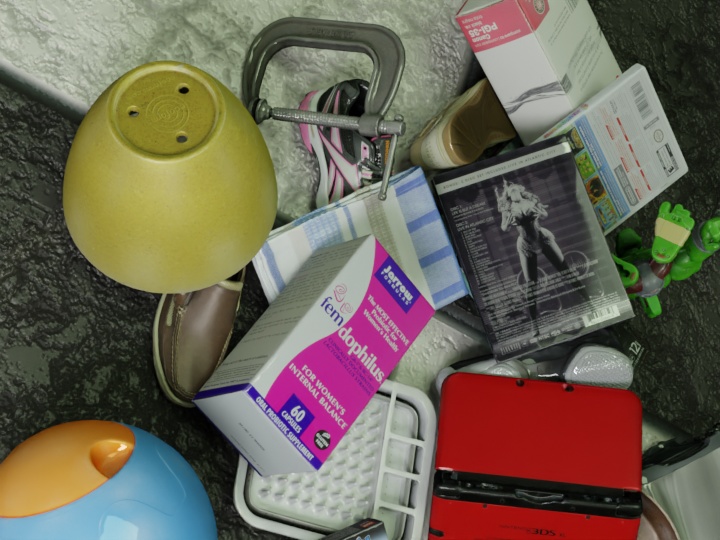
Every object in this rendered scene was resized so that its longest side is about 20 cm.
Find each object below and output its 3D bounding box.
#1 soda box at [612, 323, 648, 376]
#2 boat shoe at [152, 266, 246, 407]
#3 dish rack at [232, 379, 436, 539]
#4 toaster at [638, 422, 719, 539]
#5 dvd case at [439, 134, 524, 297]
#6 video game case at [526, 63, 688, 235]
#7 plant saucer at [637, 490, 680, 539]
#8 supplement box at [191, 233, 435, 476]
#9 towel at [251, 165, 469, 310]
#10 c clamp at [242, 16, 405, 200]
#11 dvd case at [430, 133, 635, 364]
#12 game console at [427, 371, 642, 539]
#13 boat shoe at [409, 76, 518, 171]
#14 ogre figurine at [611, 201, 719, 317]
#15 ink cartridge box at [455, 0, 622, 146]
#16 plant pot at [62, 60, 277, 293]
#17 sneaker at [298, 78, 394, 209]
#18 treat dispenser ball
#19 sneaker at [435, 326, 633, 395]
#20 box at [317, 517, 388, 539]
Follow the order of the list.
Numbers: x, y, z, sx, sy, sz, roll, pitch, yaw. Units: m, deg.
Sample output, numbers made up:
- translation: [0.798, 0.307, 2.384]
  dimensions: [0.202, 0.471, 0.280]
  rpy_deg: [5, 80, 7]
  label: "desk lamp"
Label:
- translation: [0.224, 0.141, 1.490]
  dimensions: [0.071, 0.063, 0.201]
  rpy_deg: [42, 58, -12]
  label: "soda box"
- translation: [-0.143, 0.022, 1.303]
  dimensions: [0.074, 0.075, 0.205]
  rpy_deg: [15, 67, -26]
  label: "boat shoe"
- translation: [-0.028, 0.177, 1.340]
  dimensions: [0.198, 0.043, 0.174]
  rpy_deg: [20, 67, -24]
  label: "dish rack"
- translation: [0.334, 0.252, 1.493]
  dimensions: [0.198, 0.113, 0.131]
  rpy_deg: [-18, 88, -36]
  label: "toaster"
- translation: [0.169, -0.048, 1.544]
  dimensions: [0.146, 0.022, 0.200]
  rpy_deg: [50, 56, -8]
  label: "dvd case"
- translation: [0.246, -0.104, 1.502]
  dimensions: [0.199, 0.018, 0.144]
  rpy_deg: [-37, 122, -8]
  label: "video game case"
- translation: [0.222, 0.299, 1.404]
  dimensions: [0.197, 0.034, 0.203]
  rpy_deg: [0, 91, 4]
  label: "plant saucer"
- translation: [-0.040, 0.075, 1.272]
  dimensions: [0.101, 0.103, 0.201]
  rpy_deg: [48, 58, -17]
  label: "supplement box"
- translation: [0.000, 0.000, 1.375]
  dimensions: [0.198, 0.024, 0.148]
  rpy_deg: [-25, 104, -16]
  label: "towel"
- translation: [-0.038, -0.172, 1.392]
  dimensions: [0.027, 0.198, 0.173]
  rpy_deg: [41, 67, -63]
  label: "c clamp"
- translation: [0.172, -0.023, 1.421]
  dimensions: [0.147, 0.016, 0.202]
  rpy_deg: [-18, 78, -6]
  label: "dvd case"
- translation: [0.168, 0.211, 1.380]
  dimensions: [0.197, 0.174, 0.119]
  rpy_deg: [6, 29, 3]
  label: "game console"
- translation: [0.115, -0.156, 1.518]
  dimensions: [0.200, 0.064, 0.073]
  rpy_deg: [-42, 111, -53]
  label: "boat shoe"
- translation: [0.298, -0.002, 1.516]
  dimensions: [0.199, 0.120, 0.098]
  rpy_deg: [-39, 71, -3]
  label: "ogre figurine"
- translation: [0.202, -0.236, 1.540]
  dimensions: [0.201, 0.082, 0.147]
  rpy_deg: [59, 40, -23]
  label: "ink cartridge box"
- translation: [-0.170, -0.102, 1.245]
  dimensions: [0.197, 0.142, 0.202]
  rpy_deg: [2, 63, -4]
  label: "plant pot"
- translation: [0.001, -0.098, 1.412]
  dimensions: [0.080, 0.086, 0.202]
  rpy_deg: [-15, 82, -46]
  label: "sneaker"
- translation: [-0.213, 0.220, 1.122]
  dimensions: [0.199, 0.200, 0.203]
  rpy_deg: [10, 69, -28]
  label: "treat dispenser ball"
- translation: [0.176, 0.084, 1.451]
  dimensions: [0.197, 0.076, 0.115]
  rpy_deg: [-6, 44, 8]
  label: "sneaker"
- translation: [-0.054, 0.309, 1.259]
  dimensions: [0.198, 0.035, 0.111]
  rpy_deg: [-18, 95, -25]
  label: "box"
